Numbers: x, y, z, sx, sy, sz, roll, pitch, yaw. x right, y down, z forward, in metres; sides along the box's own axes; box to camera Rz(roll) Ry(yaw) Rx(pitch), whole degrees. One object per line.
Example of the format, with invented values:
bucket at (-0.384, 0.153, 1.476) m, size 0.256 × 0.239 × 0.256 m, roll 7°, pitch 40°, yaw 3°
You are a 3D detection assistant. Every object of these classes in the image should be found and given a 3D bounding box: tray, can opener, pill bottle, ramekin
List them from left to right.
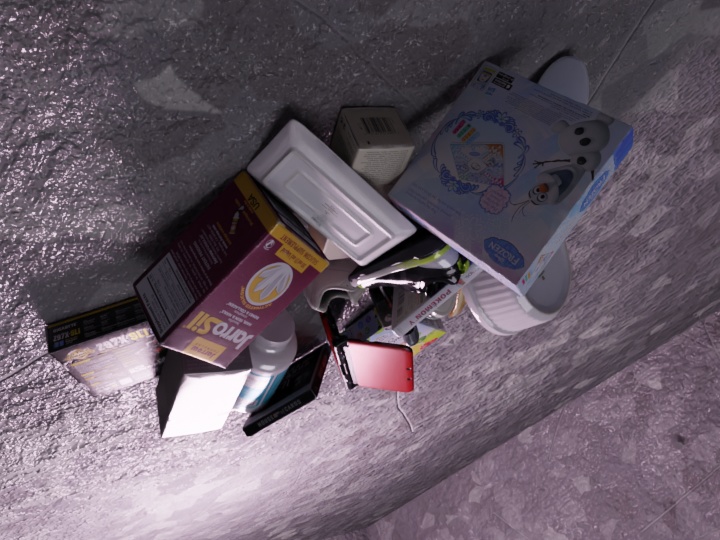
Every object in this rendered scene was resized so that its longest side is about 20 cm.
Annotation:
pill bottle at (-0.169, 0.142, 0.950) m, size 0.108 × 0.113 × 0.202 m, roll -3°, pitch 144°, yaw -32°
tray at (-0.035, -0.078, 0.678) m, size 0.198 × 0.023 × 0.106 m, roll 39°, pitch 135°, yaw -22°
can opener at (0.053, 0.070, 0.937) m, size 0.052 × 0.069 × 0.200 m, roll -23°, pitch -167°, yaw -1°
ramekin at (0.250, -0.005, 0.905) m, size 0.198 × 0.210 × 0.093 m, roll 3°, pitch 170°, yaw -39°

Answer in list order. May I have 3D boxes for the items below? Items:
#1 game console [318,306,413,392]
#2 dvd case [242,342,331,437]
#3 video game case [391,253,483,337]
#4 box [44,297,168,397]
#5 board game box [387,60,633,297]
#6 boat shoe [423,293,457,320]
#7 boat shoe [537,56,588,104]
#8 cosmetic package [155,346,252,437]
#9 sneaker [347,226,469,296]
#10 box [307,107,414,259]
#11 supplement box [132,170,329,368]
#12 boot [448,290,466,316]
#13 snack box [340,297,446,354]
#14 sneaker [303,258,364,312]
game console at (0.007, 0.121, 0.987) m, size 0.115 × 0.176 × 0.202 m, roll -20°, pitch 150°, yaw -7°
dvd case at (-0.129, 0.214, 1.060) m, size 0.148 × 0.025 × 0.201 m, roll -32°, pitch -169°, yaw 12°
video game case at (0.116, -0.021, 0.843) m, size 0.023 × 0.202 × 0.182 m, roll 37°, pitch 120°, yaw -18°
box at (-0.325, 0.105, 0.841) m, size 0.194 × 0.050 × 0.162 m, roll -19°, pitch 147°, yaw -11°
board game box at (0.160, -0.111, 0.646) m, size 0.201 × 0.199 × 0.043 m, roll -51°, pitch 147°, yaw 0°
boat shoe at (0.135, -0.004, 0.919) m, size 0.072 × 0.203 × 0.062 m, roll 36°, pitch 146°, yaw -11°
boat shoe at (0.257, -0.176, 0.770) m, size 0.071 × 0.207 × 0.068 m, roll 9°, pitch -163°, yaw 17°
cosmetic package at (-0.239, 0.164, 0.862) m, size 0.104 × 0.092 × 0.201 m, roll -1°, pitch 146°, yaw -29°
sneaker at (0.058, 0.007, 0.756) m, size 0.198 × 0.084 × 0.072 m, roll -18°, pitch -156°, yaw 53°
box at (-0.006, -0.104, 0.731) m, size 0.080 × 0.070 × 0.202 m, roll -7°, pitch 146°, yaw -26°
supplement box at (-0.157, 0.004, 0.711) m, size 0.200 × 0.104 × 0.131 m, roll -44°, pitch 148°, yaw 6°
boot at (0.230, 0.001, 1.068) m, size 0.151 × 0.074 × 0.203 m, roll -16°, pitch 143°, yaw -15°
snack box at (0.069, 0.128, 1.163) m, size 0.141 × 0.054 × 0.198 m, roll -39°, pitch 147°, yaw 21°
sneaker at (0.000, 0.000, 0.873) m, size 0.195 × 0.094 × 0.076 m, roll -26°, pitch 152°, yaw 2°
